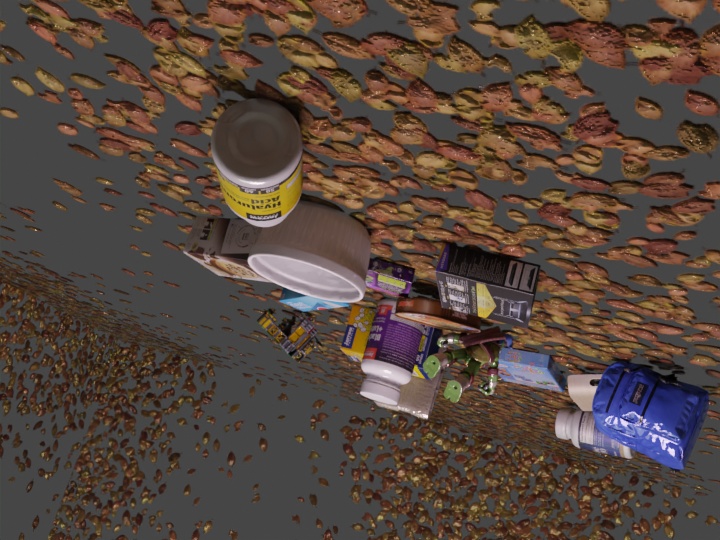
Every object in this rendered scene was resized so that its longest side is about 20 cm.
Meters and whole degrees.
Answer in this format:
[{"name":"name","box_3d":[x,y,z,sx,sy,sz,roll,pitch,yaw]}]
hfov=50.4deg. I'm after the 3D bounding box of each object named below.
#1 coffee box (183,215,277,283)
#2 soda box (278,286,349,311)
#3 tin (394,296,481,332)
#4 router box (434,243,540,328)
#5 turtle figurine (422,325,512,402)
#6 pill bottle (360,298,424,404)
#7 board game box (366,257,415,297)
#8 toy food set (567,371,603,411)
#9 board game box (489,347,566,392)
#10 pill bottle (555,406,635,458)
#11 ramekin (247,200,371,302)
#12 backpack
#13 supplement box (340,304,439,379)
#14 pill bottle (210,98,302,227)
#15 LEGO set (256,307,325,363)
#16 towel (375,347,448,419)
[{"name":"coffee box","box_3d":[-0.212,-0.037,1.417,0.198,0.081,0.113,6,160,33]},{"name":"soda box","box_3d":[-0.090,0.039,1.574,0.067,0.065,0.199,25,163,-27]},{"name":"tin","box_3d":[0.152,0.087,1.485,0.199,0.042,0.111,18,163,-40]},{"name":"router box","box_3d":[0.208,0.029,1.256,0.155,0.053,0.200,14,164,13]},{"name":"turtle figurine","box_3d":[0.209,0.201,1.576,0.199,0.146,0.193,-14,-174,45]},{"name":"pill bottle","box_3d":[0.064,0.171,1.602,0.110,0.202,0.112,15,164,5]},{"name":"board game box","box_3d":[0.000,0.000,1.419,0.197,0.033,0.120,16,161,3]},{"name":"toy food set","box_3d":[0.554,0.269,1.709,0.142,0.061,0.200,-5,156,27]},{"name":"board game box","box_3d":[0.379,0.226,1.759,0.150,0.037,0.200,8,162,29]},{"name":"pill bottle","box_3d":[0.620,0.418,2.008,0.198,0.112,0.111,6,161,34]},{"name":"ramekin","box_3d":[-0.075,-0.033,1.249,0.198,0.106,0.200,15,164,4]},{"name":"backpack","box_3d":[0.559,0.264,1.498,0.198,0.163,0.168,22,160,33]},{"name":"supplement box","box_3d":[0.071,0.161,1.725,0.198,0.110,0.110,11,163,19]},{"name":"pill bottle","box_3d":[-0.128,-0.127,0.986,0.110,0.113,0.200,16,164,1]},{"name":"LEGO set","box_3d":[-0.173,0.151,2.011,0.154,0.116,0.200,42,172,28]},{"name":"towel","box_3d":[0.122,0.235,1.763,0.131,0.202,0.035,11,151,20]}]
